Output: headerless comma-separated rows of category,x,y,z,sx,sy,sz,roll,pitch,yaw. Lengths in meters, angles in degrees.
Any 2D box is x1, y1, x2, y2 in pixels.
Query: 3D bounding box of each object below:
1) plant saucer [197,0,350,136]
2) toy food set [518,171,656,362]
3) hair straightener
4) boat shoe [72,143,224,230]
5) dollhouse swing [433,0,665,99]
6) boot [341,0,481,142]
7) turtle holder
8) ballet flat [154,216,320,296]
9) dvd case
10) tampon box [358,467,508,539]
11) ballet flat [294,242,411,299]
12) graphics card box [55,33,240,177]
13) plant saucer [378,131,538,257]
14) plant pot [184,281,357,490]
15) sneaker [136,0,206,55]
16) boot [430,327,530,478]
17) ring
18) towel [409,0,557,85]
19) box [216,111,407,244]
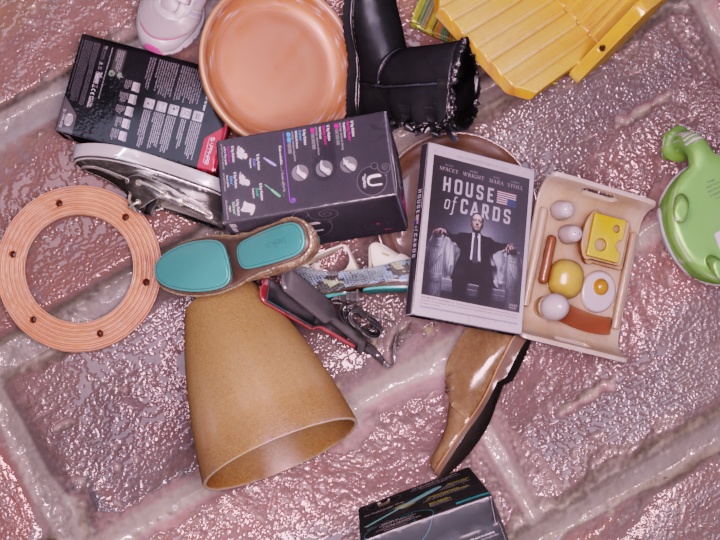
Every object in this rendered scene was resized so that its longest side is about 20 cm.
plant saucer,-0.100,-0.243,1.230,0.199,0.037,0.202,2,85,-25
toy food set,0.272,-0.003,1.229,0.143,0.060,0.201,13,86,-14
hair straightener,-0.021,0.056,1.195,0.200,0.077,0.041,38,41,-29
boat shoe,-0.250,-0.099,1.227,0.199,0.071,0.064,16,78,-2
dollhouse swing,0.217,-0.329,1.188,0.200,0.176,0.182,49,129,7
boot,0.059,-0.251,1.197,0.162,0.073,0.200,10,104,40
turtle holder,0.406,-0.068,1.217,0.185,0.132,0.141,40,87,2
ballet flat,-0.133,-0.010,1.150,0.199,0.065,0.071,-10,81,21
dvd case,0.129,-0.035,1.191,0.149,0.025,0.201,11,79,-25
tampon box,0.087,0.316,1.150,0.149,0.200,0.127,-19,88,-1
ballet flat,0.000,0.000,1.216,0.199,0.074,0.075,-7,87,11
graphics card box,-0.254,-0.197,1.245,0.199,0.051,0.126,14,85,-2
plant saucer,0.116,-0.067,1.258,0.199,0.032,0.202,0,87,-3
plant pot,-0.126,0.122,1.182,0.185,0.187,0.201,-24,70,-3
sneaker,-0.212,-0.354,1.226,0.081,0.088,0.201,20,78,-1
boot,0.126,0.151,1.237,0.075,0.074,0.201,27,82,19
ring,-0.339,-0.002,1.247,0.199,0.019,0.202,0,86,-3
towel,0.167,-0.306,1.281,0.199,0.018,0.087,22,87,-1
box,-0.053,-0.097,1.188,0.199,0.122,0.107,-9,72,7
